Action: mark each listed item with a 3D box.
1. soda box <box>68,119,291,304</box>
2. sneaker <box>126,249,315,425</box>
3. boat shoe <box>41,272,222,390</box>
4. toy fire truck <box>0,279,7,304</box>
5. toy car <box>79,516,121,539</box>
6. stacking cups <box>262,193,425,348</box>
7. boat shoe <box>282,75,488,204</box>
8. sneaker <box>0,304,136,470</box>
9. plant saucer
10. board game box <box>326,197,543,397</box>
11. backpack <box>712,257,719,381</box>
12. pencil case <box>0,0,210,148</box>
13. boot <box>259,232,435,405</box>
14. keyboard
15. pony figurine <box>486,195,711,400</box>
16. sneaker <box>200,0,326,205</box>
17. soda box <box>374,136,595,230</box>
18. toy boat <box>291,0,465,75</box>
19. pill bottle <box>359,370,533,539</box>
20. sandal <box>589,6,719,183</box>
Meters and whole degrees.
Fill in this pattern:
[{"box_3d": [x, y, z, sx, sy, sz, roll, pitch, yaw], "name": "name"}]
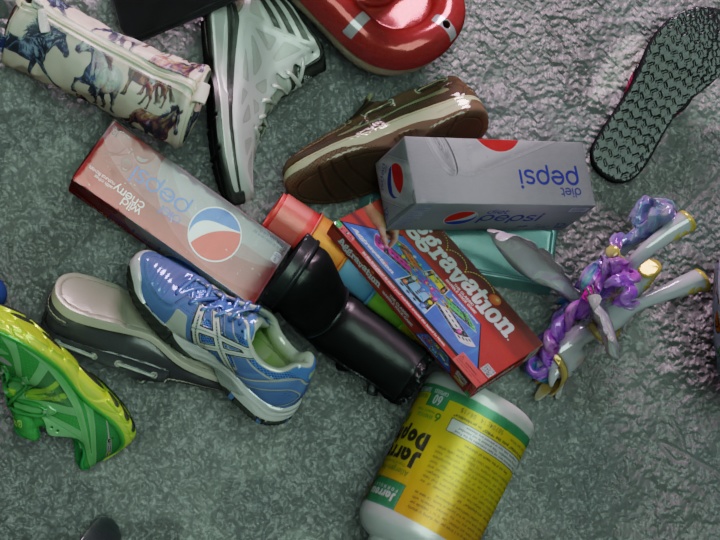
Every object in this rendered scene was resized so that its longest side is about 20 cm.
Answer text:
[{"box_3d": [-0.165, -0.047, 1.683, 0.199, 0.063, 0.070, 36, 77, -6], "name": "soda box"}, {"box_3d": [-0.120, 0.045, 1.644, 0.200, 0.077, 0.076, 40, 40, -2], "name": "sneaker"}, {"box_3d": [-0.195, 0.066, 1.677, 0.198, 0.063, 0.073, 23, 38, -18], "name": "boat shoe"}, {"box_3d": [-0.390, 0.052, 1.612, 0.167, 0.112, 0.202, 10, 80, -38], "name": "toy fire truck"}, {"box_3d": [-0.279, 0.292, 1.609, 0.199, 0.157, 0.166, -19, 92, -42], "name": "toy car"}, {"box_3d": [0.000, 0.000, 1.715, 0.199, 0.061, 0.061, 35, 78, -4], "name": "stacking cups"}, {"box_3d": [0.017, -0.126, 1.738, 0.200, 0.075, 0.075, -19, 53, -8], "name": "boat shoe"}, {"box_3d": [-0.281, 0.103, 1.617, 0.084, 0.074, 0.200, -46, 115, -4], "name": "sneaker"}, {"box_3d": [0.093, -0.027, 1.762, 0.198, 0.019, 0.071, 9, 82, -10], "name": "plant saucer"}, {"box_3d": [0.068, 0.016, 1.681, 0.103, 0.019, 0.200, -27, 70, -43], "name": "board game box"}, {"box_3d": [0.404, 0.048, 1.735, 0.152, 0.191, 0.202, -9, 86, 3], "name": "backpack"}, {"box_3d": [-0.226, -0.183, 1.654, 0.198, 0.090, 0.078, 26, 76, 2], "name": "pencil case"}, {"box_3d": [-0.009, 0.050, 1.644, 0.162, 0.198, 0.074, 38, 81, 0], "name": "boot"}, {"box_3d": [-0.142, -0.294, 1.697, 0.198, 0.021, 0.128, -21, 70, 11], "name": "keyboard"}, {"box_3d": [0.222, 0.019, 1.711, 0.199, 0.194, 0.167, -38, 53, -8], "name": "pony figurine"}, {"box_3d": [-0.084, -0.162, 1.706, 0.114, 0.076, 0.203, -3, 82, -11], "name": "sneaker"}, {"box_3d": [0.116, -0.080, 1.717, 0.198, 0.063, 0.069, 0, 69, -28], "name": "soda box"}, {"box_3d": [0.016, -0.280, 1.704, 0.200, 0.131, 0.131, 44, 62, -5], "name": "toy boat"}, {"box_3d": [0.067, 0.204, 1.683, 0.112, 0.113, 0.201, 30, 79, -8], "name": "pill bottle"}, {"box_3d": [0.291, -0.175, 1.813, 0.075, 0.045, 0.201, 36, 92, -1], "name": "sandal"}]
